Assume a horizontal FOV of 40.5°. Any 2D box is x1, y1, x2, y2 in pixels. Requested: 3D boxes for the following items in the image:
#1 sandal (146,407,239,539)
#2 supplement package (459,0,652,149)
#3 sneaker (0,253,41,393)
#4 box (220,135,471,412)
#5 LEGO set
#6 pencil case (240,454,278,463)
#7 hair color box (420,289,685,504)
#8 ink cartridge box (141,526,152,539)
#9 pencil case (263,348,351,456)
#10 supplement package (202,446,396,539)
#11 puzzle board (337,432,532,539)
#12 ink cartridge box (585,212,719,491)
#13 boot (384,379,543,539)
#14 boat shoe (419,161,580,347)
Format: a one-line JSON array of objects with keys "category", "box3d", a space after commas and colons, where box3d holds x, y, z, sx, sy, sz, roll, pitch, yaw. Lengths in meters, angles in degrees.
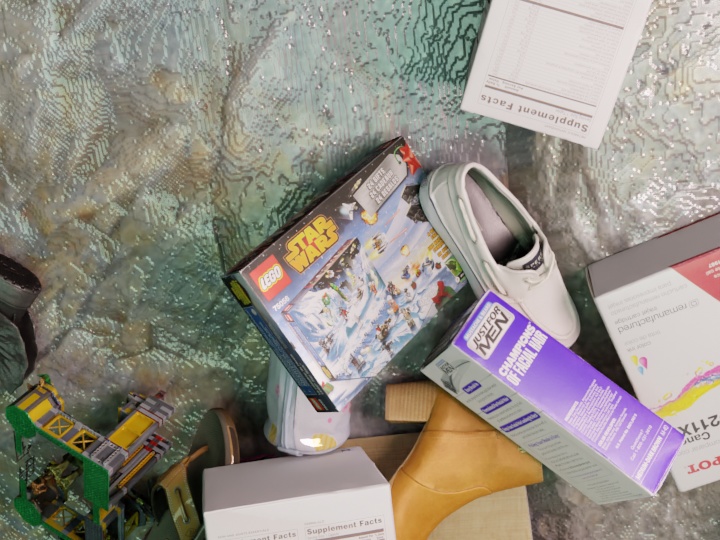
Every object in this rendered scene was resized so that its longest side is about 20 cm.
[{"category": "sandal", "box3d": [-0.174, 0.223, 0.918, 0.054, 0.082, 0.201, 26, 96, -40]}, {"category": "supplement package", "box3d": [0.155, -0.210, 0.730, 0.113, 0.110, 0.201, 17, 112, 2]}, {"category": "sneaker", "box3d": [-0.385, 0.021, 0.930, 0.199, 0.060, 0.104, 34, 107, -9]}, {"category": "box", "box3d": [0.000, 0.000, 0.801, 0.040, 0.200, 0.137, -13, 114, 56]}, {"category": "LEGO set", "box3d": [-0.257, 0.180, 0.961, 0.153, 0.116, 0.201, 19, 127, 22]}, {"category": "pencil case", "box3d": [-0.066, 0.274, 0.968, 0.088, 0.088, 0.200, -29, 105, 18]}, {"category": "hair color box", "box3d": [0.156, 0.110, 0.820, 0.200, 0.109, 0.065, 36, 70, 1]}, {"category": "ink cartridge box", "box3d": [-0.174, 0.385, 1.024, 0.145, 0.085, 0.201, 13, 111, 4]}, {"category": "pencil case", "box3d": [-0.044, 0.065, 0.878, 0.083, 0.091, 0.201, 6, 112, 7]}, {"category": "supplement package", "box3d": [-0.049, 0.272, 0.830, 0.150, 0.152, 0.201, -7, 93, -9]}, {"category": "puzzle board", "box3d": [0.060, 0.231, 0.929, 0.199, 0.017, 0.151, -7, 80, 9]}, {"category": "ink cartridge box", "box3d": [0.299, 0.068, 0.829, 0.145, 0.083, 0.201, -23, 105, 16]}, {"category": "boot", "box3d": [0.093, 0.195, 0.886, 0.143, 0.071, 0.202, 0, 82, 7]}, {"category": "boat shoe", "box3d": [0.131, -0.010, 0.820, 0.072, 0.066, 0.200, -40, 104, -23]}]
